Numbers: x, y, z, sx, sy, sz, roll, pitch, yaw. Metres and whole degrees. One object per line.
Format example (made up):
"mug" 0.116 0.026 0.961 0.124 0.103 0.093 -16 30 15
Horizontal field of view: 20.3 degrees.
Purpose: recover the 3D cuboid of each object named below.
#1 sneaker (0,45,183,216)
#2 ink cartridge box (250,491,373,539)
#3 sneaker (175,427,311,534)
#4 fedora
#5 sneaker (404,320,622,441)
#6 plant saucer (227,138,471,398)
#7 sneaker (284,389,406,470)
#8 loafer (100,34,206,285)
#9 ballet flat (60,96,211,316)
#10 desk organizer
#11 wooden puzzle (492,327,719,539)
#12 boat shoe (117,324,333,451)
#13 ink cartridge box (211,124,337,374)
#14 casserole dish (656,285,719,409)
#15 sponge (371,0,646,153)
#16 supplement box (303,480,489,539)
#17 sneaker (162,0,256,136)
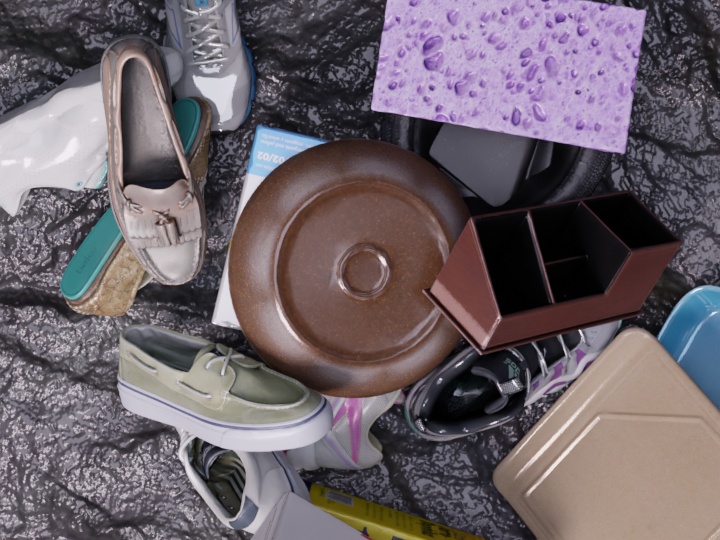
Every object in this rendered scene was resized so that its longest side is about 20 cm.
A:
"sneaker" -0.219 -0.111 1.622 0.200 0.075 0.089 -25 106 16
"ink cartridge box" -0.049 0.287 1.504 0.145 0.084 0.200 31 120 -7
"sneaker" -0.110 0.133 1.570 0.071 0.200 0.073 21 107 -43
"fedora" 0.111 -0.117 1.604 0.200 0.092 0.201 0 94 2
"sneaker" 0.127 0.077 1.582 0.200 0.140 0.078 -35 89 0
"plant saucer" 0.000 0.000 1.530 0.200 0.037 0.201 -1 94 -12
"sneaker" -0.002 0.071 1.621 0.088 0.081 0.201 12 99 -1
"loafer" -0.163 -0.080 1.548 0.072 0.063 0.201 -12 103 -4
"ballet flat" -0.168 -0.048 1.627 0.065 0.071 0.200 29 100 -42
"desk organizer" 0.151 -0.002 1.535 0.072 0.200 0.077 47 127 28
"wooden puzzle" 0.224 0.175 1.589 0.185 0.037 0.200 -49 62 17
"boat shoe" -0.111 0.088 1.525 0.200 0.072 0.062 9 123 32
"ink cartridge box" -0.071 -0.010 1.596 0.068 0.115 0.201 13 91 0
"casserole dish" 0.279 0.108 1.610 0.121 0.039 0.200 30 94 36
"sponge" 0.114 -0.161 1.538 0.199 0.030 0.112 10 95 2
"supplement box" 0.024 0.253 1.604 0.199 0.110 0.109 17 92 0
"sneaker" -0.130 -0.207 1.609 0.075 0.087 0.201 -10 93 -1
